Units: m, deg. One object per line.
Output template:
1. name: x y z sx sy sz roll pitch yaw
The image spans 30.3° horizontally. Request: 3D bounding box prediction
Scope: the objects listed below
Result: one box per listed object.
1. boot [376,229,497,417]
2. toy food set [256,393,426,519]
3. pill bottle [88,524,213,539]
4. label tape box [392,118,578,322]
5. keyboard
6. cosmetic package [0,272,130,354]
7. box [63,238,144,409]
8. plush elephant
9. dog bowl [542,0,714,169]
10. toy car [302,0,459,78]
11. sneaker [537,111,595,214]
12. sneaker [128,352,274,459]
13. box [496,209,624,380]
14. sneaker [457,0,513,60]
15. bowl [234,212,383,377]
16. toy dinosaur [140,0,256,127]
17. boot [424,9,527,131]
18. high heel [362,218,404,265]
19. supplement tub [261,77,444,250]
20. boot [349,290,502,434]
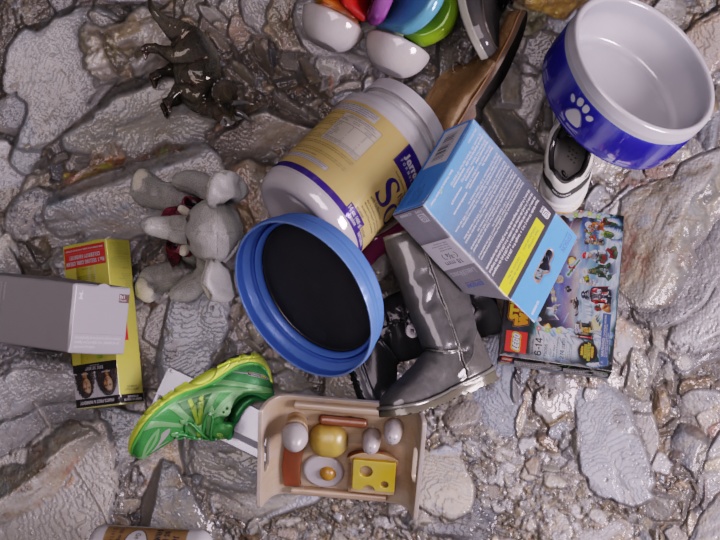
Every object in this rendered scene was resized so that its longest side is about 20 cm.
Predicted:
1. boot: 0.067 0.054 1.540 0.180 0.072 0.203 -20 96 -37
2. toy food set: -0.024 0.228 1.577 0.197 0.061 0.145 5 118 3
3. pill bottle: -0.223 0.365 1.581 0.197 0.114 0.116 2 85 3
4. label tape box: 0.148 -0.052 1.550 0.200 0.063 0.145 46 56 -20
5. keyboard: -0.162 0.186 1.649 0.198 0.011 0.057 25 81 5
6. cosmetic package: -0.383 0.049 1.585 0.198 0.106 0.092 8 90 31
7. box: -0.317 0.066 1.636 0.074 0.050 0.203 -8 84 27
8. plush elephant: -0.197 -0.045 1.597 0.197 0.155 0.168 3 85 4
9. dog bowl: 0.317 -0.223 1.575 0.197 0.079 0.203 14 54 -20
10. toy car: 0.026 -0.346 1.617 0.198 0.150 0.177 22 86 5
11. sneaker: 0.266 -0.171 1.608 0.074 0.088 0.203 10 70 6
12. sneaker: -0.192 0.175 1.608 0.198 0.074 0.084 -31 77 -5
13. box: 0.242 0.023 1.601 0.135 0.040 0.203 7 69 4
14. sneaker: 0.174 -0.353 1.610 0.105 0.075 0.203 -11 61 19
15. bowl: -0.057 0.026 1.528 0.201 0.201 0.039 47 48 6
16. toy dinosaur: -0.213 -0.252 1.670 0.101 0.077 0.202 -21 79 -11
17. boot: 0.139 -0.244 1.646 0.075 0.074 0.202 31 89 15
18. high heel: 0.000 0.000 1.646 0.198 0.067 0.097 -31 118 -7
19. supplement tub: -0.006 -0.118 1.581 0.145 0.146 0.200 42 68 6
20. boot: 0.082 0.097 1.622 0.197 0.066 0.167 -21 97 -10
